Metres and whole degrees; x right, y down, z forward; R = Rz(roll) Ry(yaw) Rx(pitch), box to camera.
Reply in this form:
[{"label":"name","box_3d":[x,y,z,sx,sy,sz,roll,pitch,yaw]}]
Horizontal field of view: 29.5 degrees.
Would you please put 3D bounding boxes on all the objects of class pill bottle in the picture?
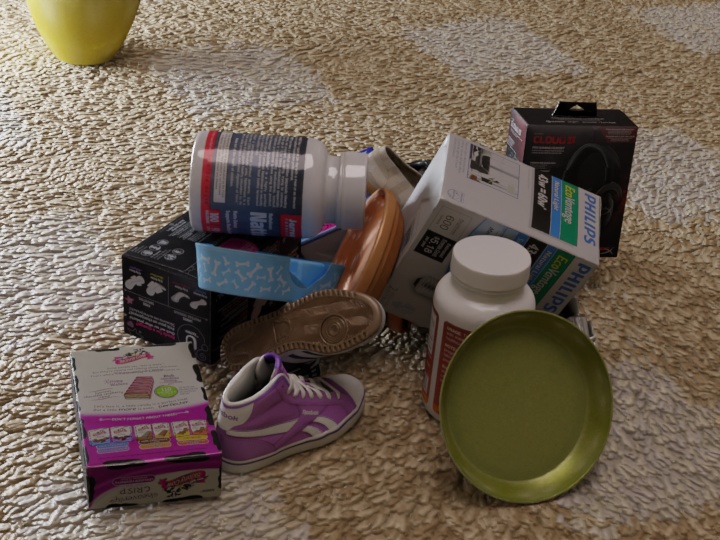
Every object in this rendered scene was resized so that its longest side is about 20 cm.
[{"label":"pill bottle","box_3d":[-0.093,-0.098,1.588,0.200,0.120,0.120,4,31,1]},{"label":"pill bottle","box_3d":[0.132,0.068,1.500,0.112,0.200,0.112,4,31,-3]}]

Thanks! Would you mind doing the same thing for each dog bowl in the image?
[{"label":"dog bowl","box_3d":[-0.101,0.006,1.510,0.111,0.050,0.200,10,0,35]}]

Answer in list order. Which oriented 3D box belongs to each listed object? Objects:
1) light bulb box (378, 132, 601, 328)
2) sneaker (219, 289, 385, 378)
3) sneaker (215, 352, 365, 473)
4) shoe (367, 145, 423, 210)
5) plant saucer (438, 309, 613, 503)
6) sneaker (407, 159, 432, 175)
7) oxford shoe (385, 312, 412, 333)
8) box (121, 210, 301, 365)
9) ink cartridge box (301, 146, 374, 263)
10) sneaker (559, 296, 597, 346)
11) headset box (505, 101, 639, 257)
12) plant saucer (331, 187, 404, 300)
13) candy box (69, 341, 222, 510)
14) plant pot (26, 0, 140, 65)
[{"label":"light bulb box","box_3d":[0.146,-0.022,1.589,0.200,0.198,0.125,22,43,-10]},{"label":"sneaker","box_3d":[-0.044,0.074,1.506,0.200,0.070,0.108,-16,-20,26]},{"label":"sneaker","box_3d":[-0.066,0.131,1.449,0.073,0.114,0.200,28,36,35]},{"label":"shoe","box_3d":[0.079,-0.078,1.690,0.200,0.053,0.070,40,27,-17]},{"label":"plant saucer","box_3d":[0.169,0.141,1.426,0.200,0.200,0.031,-6,1,-19]},{"label":"sneaker","box_3d":[0.111,-0.098,1.762,0.087,0.074,0.200,12,9,-41]},{"label":"oxford shoe","box_3d":[0.054,0.004,1.721,0.073,0.071,0.200,11,32,19]},{"label":"box","box_3d":[-0.176,0.006,1.635,0.132,0.115,0.200,18,32,23]},{"label":"ink cartridge box","box_3d":[-0.023,-0.080,1.796,0.136,0.076,0.200,-23,31,5]},{"label":"sneaker","box_3d":[0.242,0.103,1.568,0.074,0.087,0.200,4,32,-17]},{"label":"headset box","box_3d":[0.262,-0.121,1.745,0.149,0.200,0.077,0,25,-12]},{"label":"plant saucer","box_3d":[0.000,0.000,1.609,0.037,0.200,0.200,25,29,-11]},{"label":"candy box","box_3d":[-0.227,0.158,1.426,0.136,0.061,0.200,-4,33,-14]},{"label":"plant pot","box_3d":[-0.461,-0.426,2.273,0.200,0.142,0.200,5,32,-3]}]
